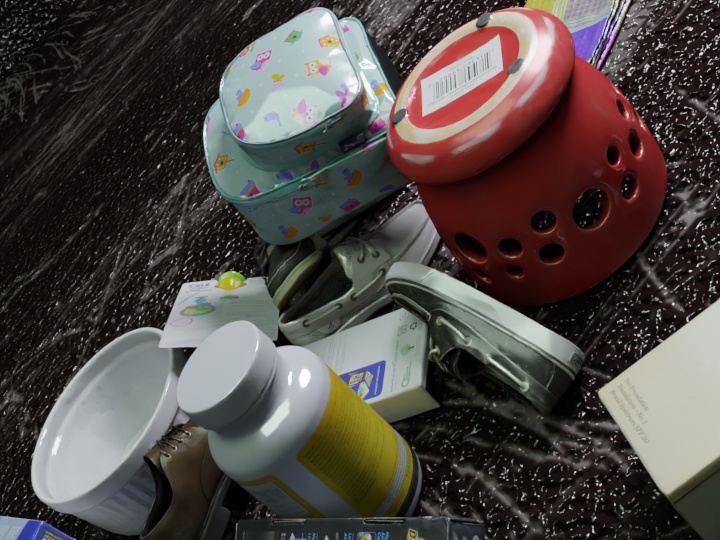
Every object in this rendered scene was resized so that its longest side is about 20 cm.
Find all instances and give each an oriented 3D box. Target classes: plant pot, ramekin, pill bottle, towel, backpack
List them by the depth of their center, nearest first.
[{"bbox_3d":[-0.047,0.130,0.784,0.111,0.200,0.113,-28,35,22],"label":"pill bottle"},{"bbox_3d":[0.132,-0.099,0.853,0.199,0.182,0.202,-28,39,25],"label":"plant pot"},{"bbox_3d":[-0.055,-0.132,0.961,0.199,0.153,0.177,-33,53,15],"label":"backpack"},{"bbox_3d":[-0.228,0.170,1.031,0.198,0.105,0.202,-28,38,24],"label":"ramekin"},{"bbox_3d":[0.204,-0.240,1.063,0.142,0.023,0.202,-1,54,46],"label":"towel"}]

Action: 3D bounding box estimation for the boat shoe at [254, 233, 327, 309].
[{"bbox_3d":[-0.078,-0.016,1.033,0.072,0.066,0.201,-48,5,10],"label":"boat shoe"}]

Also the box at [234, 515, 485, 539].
[{"bbox_3d":[-0.008,0.269,0.676,0.196,0.049,0.203,-12,69,38],"label":"box"}]

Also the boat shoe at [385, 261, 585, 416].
[{"bbox_3d":[0.084,0.052,0.820,0.199,0.071,0.064,27,79,42],"label":"boat shoe"}]

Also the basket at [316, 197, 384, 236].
[{"bbox_3d":[-0.039,-0.164,1.158,0.135,0.123,0.202,-29,37,24],"label":"basket"}]

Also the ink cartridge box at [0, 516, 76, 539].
[{"bbox_3d":[-0.298,0.292,0.949,0.198,0.136,0.077,-10,48,42],"label":"ink cartridge box"}]

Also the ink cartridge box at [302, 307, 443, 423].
[{"bbox_3d":[-0.012,0.102,0.926,0.198,0.039,0.100,-21,41,31],"label":"ink cartridge box"}]

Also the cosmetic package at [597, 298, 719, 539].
[{"bbox_3d":[0.262,0.065,0.632,0.199,0.073,0.104,-41,33,10],"label":"cosmetic package"}]

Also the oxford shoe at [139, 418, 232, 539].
[{"bbox_3d":[-0.149,0.161,0.923,0.072,0.084,0.203,-13,58,61],"label":"oxford shoe"}]

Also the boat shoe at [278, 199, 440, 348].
[{"bbox_3d":[0.000,0.000,0.991,0.200,0.069,0.071,-48,34,-2],"label":"boat shoe"}]

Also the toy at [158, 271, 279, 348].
[{"bbox_3d":[-0.139,0.055,1.056,0.113,0.048,0.200,-5,21,-2],"label":"toy"}]
